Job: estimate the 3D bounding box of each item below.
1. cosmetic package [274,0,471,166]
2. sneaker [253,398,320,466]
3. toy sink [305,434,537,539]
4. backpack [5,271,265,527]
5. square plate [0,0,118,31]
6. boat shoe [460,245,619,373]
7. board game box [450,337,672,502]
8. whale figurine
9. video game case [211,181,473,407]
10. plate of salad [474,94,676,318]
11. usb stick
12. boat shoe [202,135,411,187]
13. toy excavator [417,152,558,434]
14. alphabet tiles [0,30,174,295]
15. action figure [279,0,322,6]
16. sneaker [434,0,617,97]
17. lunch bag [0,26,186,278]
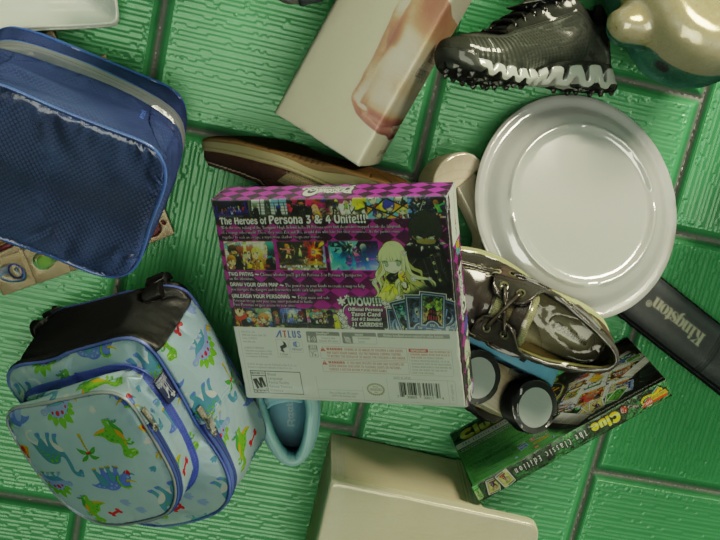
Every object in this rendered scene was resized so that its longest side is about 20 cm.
[{"bbox_3d":[0.022,-0.194,0.909,0.087,0.103,0.202,32,103,5],"label":"cosmetic package"},{"bbox_3d":[-0.068,0.082,1.000,0.073,0.082,0.203,-13,108,-3],"label":"sneaker"},{"bbox_3d":[0.052,0.252,1.050,0.197,0.112,0.132,12,105,-4],"label":"toy sink"},{"bbox_3d":[-0.192,0.133,0.954,0.181,0.148,0.201,-15,121,29],"label":"backpack"},{"bbox_3d":[-0.303,-0.294,0.891,0.195,0.028,0.203,-5,107,-4],"label":"square plate"},{"bbox_3d":[0.129,0.033,0.918,0.197,0.065,0.074,18,96,-14],"label":"boat shoe"},{"bbox_3d":[0.183,0.136,1.033,0.198,0.105,0.024,-29,111,4],"label":"board game box"},{"bbox_3d":[0.246,-0.238,0.939,0.199,0.104,0.160,38,65,4],"label":"whale figurine"},{"bbox_3d":[-0.013,0.021,0.895,0.197,0.036,0.184,0,113,19],"label":"video game case"},{"bbox_3d":[0.191,-0.056,0.991,0.197,0.048,0.204,2,83,-15],"label":"plate of salad"},{"bbox_3d":[0.300,0.051,1.057,0.199,0.033,0.056,36,96,-14],"label":"usb stick"},{"bbox_3d":[-0.051,-0.064,0.930,0.197,0.072,0.073,18,105,19],"label":"boat shoe"},{"bbox_3d":[0.110,0.020,1.002,0.193,0.100,0.202,27,80,-21],"label":"toy excavator"},{"bbox_3d":[-0.275,-0.096,0.964,0.165,0.008,0.203,-19,107,0],"label":"alphabet tiles"},{"bbox_3d":[-0.060,-0.264,0.863,0.200,0.191,0.106,-49,145,-31],"label":"action figure"},{"bbox_3d":[0.140,-0.196,0.927,0.198,0.066,0.092,-3,97,-36],"label":"sneaker"},{"bbox_3d":[-0.246,-0.102,0.895,0.197,0.133,0.137,22,119,-13],"label":"lunch bag"}]
